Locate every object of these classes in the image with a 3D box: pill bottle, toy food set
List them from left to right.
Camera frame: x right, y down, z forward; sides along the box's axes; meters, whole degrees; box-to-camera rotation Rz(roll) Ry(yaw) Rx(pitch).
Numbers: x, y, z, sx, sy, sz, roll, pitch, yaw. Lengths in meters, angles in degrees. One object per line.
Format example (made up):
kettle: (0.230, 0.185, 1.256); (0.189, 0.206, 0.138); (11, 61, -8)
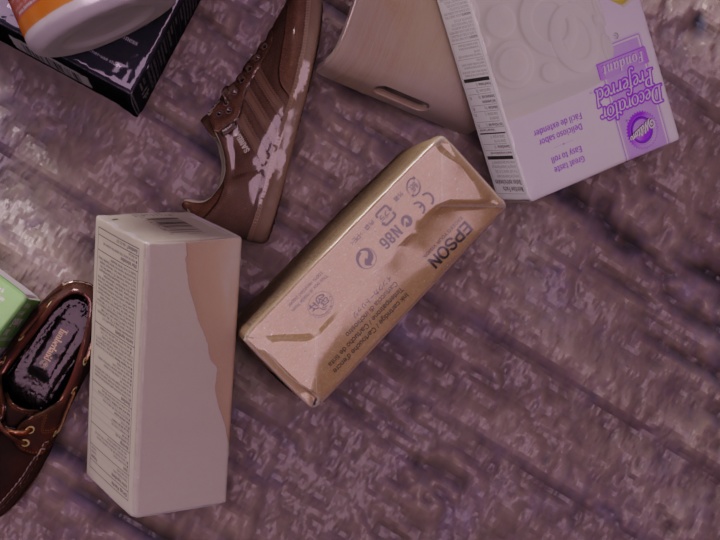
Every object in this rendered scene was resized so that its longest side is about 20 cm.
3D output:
pill bottle: (-0.209, -0.256, 1.015); (0.111, 0.112, 0.202); (-23, 89, -6)
toy food set: (0.058, -0.223, 1.169); (0.143, 0.060, 0.202); (20, 87, -25)

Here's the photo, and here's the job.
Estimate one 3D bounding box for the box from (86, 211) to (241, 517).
box: (-0.144, 0.065, 1.088); (0.077, 0.095, 0.202); (-4, 107, -32)

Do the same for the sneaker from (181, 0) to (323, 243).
sneaker: (-0.081, -0.125, 1.147); (0.075, 0.070, 0.202); (14, 86, -4)

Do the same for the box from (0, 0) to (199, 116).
box: (-0.185, -0.242, 1.125); (0.147, 0.104, 0.201); (29, 85, -3)

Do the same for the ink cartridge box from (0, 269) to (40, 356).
ink cartridge box: (-0.355, 0.059, 1.105); (0.145, 0.084, 0.201); (36, 85, -3)

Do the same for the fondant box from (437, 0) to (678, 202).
fondant box: (0.147, -0.170, 1.145); (0.143, 0.058, 0.202); (-22, 102, -21)

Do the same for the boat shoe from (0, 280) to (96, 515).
boat shoe: (-0.252, 0.097, 1.122); (0.070, 0.070, 0.201); (26, 87, -5)

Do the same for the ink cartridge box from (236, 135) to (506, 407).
ink cartridge box: (0.000, 0.000, 1.102); (0.075, 0.165, 0.200); (44, 85, -5)
